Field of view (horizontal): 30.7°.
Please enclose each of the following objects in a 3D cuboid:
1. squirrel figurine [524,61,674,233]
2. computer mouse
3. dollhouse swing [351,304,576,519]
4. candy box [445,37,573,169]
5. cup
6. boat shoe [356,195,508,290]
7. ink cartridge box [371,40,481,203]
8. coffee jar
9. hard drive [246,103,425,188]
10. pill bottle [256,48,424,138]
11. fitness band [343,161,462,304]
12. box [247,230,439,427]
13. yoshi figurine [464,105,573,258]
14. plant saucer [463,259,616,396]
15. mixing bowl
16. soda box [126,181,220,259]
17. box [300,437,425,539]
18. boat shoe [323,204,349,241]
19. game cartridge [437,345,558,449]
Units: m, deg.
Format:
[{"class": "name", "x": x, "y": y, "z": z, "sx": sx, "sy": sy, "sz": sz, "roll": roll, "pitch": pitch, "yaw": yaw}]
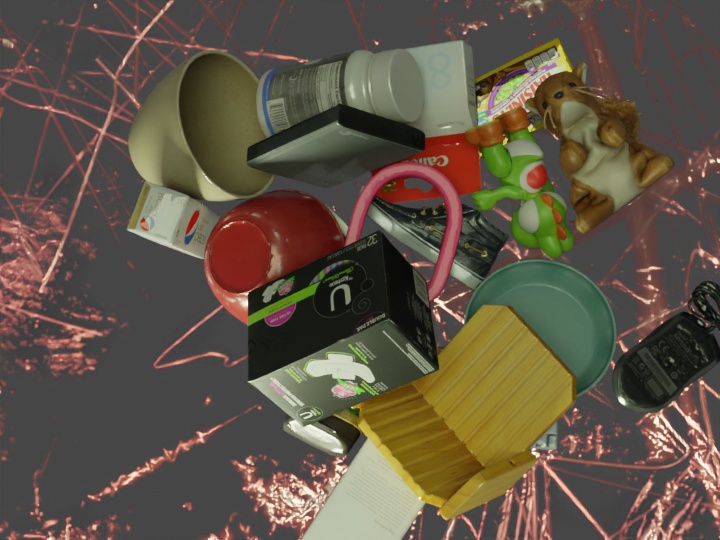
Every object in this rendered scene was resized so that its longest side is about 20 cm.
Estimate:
[{"class": "squirrel figurine", "x": 0.295, "y": -0.168, "z": 1.680, "sx": 0.141, "sy": 0.200, "sz": 0.187, "roll": -39, "pitch": 84, "yaw": 19}, {"class": "computer mouse", "x": 0.416, "y": 0.119, "z": 1.723, "sx": 0.200, "sy": 0.053, "sz": 0.139, "roll": -31, "pitch": 83, "yaw": -8}, {"class": "dollhouse swing", "x": 0.131, "y": 0.159, "z": 1.613, "sx": 0.200, "sy": 0.182, "sz": 0.176, "roll": 49, "pitch": 125, "yaw": 23}, {"class": "candy box", "x": 0.199, "y": -0.224, "z": 1.769, "sx": 0.200, "sy": 0.026, "sz": 0.102, "roll": -27, "pitch": 87, "yaw": 5}, {"class": "cup", "x": -0.224, "y": -0.176, "z": 1.745, "sx": 0.143, "sy": 0.200, "sz": 0.201, "roll": -15, "pitch": 86, "yaw": 34}, {"class": "boat shoe", "x": 0.097, "y": -0.064, "z": 1.754, "sx": 0.200, "sy": 0.071, "sz": 0.091, "roll": 33, "pitch": 93, "yaw": -1}, {"class": "ink cartridge box", "x": 0.075, "y": -0.196, "z": 1.750, "sx": 0.160, "sy": 0.047, "sz": 0.200, "roll": -5, "pitch": 86, "yaw": 22}, {"class": "coffee jar", "x": -0.020, "y": 0.140, "z": 1.720, "sx": 0.104, "sy": 0.085, "sz": 0.200, "roll": 27, "pitch": 71, "yaw": 1}, {"class": "hard drive", "x": -0.033, "y": -0.157, "z": 1.680, "sx": 0.139, "sy": 0.200, "sz": 0.033, "roll": 13, "pitch": 71, "yaw": -36}, {"class": "pill bottle", "x": -0.026, "y": -0.224, "z": 1.710, "sx": 0.200, "sy": 0.114, "sz": 0.114, "roll": -7, "pitch": 87, "yaw": 29}, {"class": "fitness band", "x": 0.054, "y": -0.042, "z": 1.699, "sx": 0.143, "sy": 0.037, "sz": 0.200, "roll": 15, "pitch": 86, "yaw": 1}, {"class": "box", "x": -0.025, "y": 0.073, "z": 1.605, "sx": 0.200, "sy": 0.124, "sz": 0.149, "roll": -25, "pitch": 44, "yaw": 20}, {"class": "yoshi figurine", "x": 0.209, "y": -0.106, "z": 1.722, "sx": 0.112, "sy": 0.112, "sz": 0.200, "roll": -25, "pitch": 93, "yaw": 18}, {"class": "plant saucer", "x": 0.234, "y": 0.084, "z": 1.723, "sx": 0.200, "sy": 0.036, "sz": 0.200, "roll": 0, "pitch": 68, "yaw": 0}, {"class": "mixing bowl", "x": -0.130, "y": -0.013, "z": 1.721, "sx": 0.200, "sy": 0.108, "sz": 0.201, "roll": -2, "pitch": 87, "yaw": 28}, {"class": "soda box", "x": -0.242, "y": -0.064, "z": 1.720, "sx": 0.064, "sy": 0.200, "sz": 0.068, "roll": 19, "pitch": 87, "yaw": 6}, {"class": "box", "x": 0.012, "y": 0.311, "z": 1.703, "sx": 0.106, "sy": 0.152, "sz": 0.200, "roll": 34, "pitch": 91, "yaw": 5}, {"class": "boat shoe", "x": 0.000, "y": 0.000, "z": 1.761, "sx": 0.060, "sy": 0.076, "sz": 0.200, "roll": -44, "pitch": 72, "yaw": 2}, {"class": "game cartridge", "x": 0.164, "y": 0.165, "z": 1.739, "sx": 0.200, "sy": 0.040, "sz": 0.134, "roll": 4, "pitch": 79, "yaw": 4}]
